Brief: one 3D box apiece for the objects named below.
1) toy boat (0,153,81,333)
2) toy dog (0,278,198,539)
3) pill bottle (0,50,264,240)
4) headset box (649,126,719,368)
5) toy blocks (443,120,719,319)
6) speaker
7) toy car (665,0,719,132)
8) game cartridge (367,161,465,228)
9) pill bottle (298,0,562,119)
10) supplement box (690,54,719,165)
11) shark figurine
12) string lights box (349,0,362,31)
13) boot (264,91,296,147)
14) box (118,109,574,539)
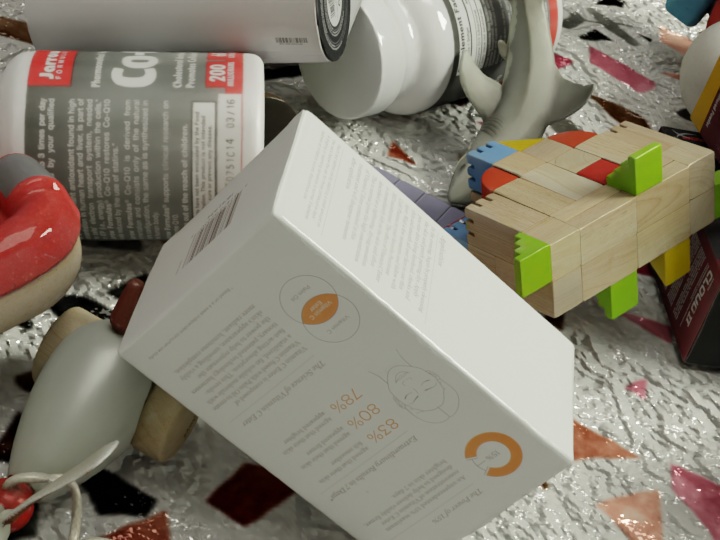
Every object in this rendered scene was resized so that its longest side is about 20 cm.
[{"bbox_3d":[-0.251,-0.022,0.764,0.199,0.132,0.130,-28,31,-19],"label":"toy boat"},{"bbox_3d":[-0.150,0.074,0.745,0.130,0.097,0.201,13,37,-2],"label":"toy dog"},{"bbox_3d":[-0.157,-0.075,0.903,0.197,0.115,0.115,0,39,-4],"label":"pill bottle"},{"bbox_3d":[0.284,-0.005,1.032,0.147,0.078,0.201,9,36,-11],"label":"headset box"},{"bbox_3d":[0.126,-0.045,0.955,0.199,0.101,0.136,-28,35,-31],"label":"toy blocks"},{"bbox_3d":[-0.110,-0.171,0.946,0.197,0.082,0.082,2,34,15],"label":"speaker"},{"bbox_3d":[0.315,-0.165,1.218,0.184,0.177,0.200,39,69,7],"label":"toy car"},{"bbox_3d":[0.000,0.000,0.954,0.128,0.039,0.200,24,37,17],"label":"game cartridge"},{"bbox_3d":[0.053,-0.185,1.138,0.199,0.117,0.116,-22,51,-39],"label":"pill bottle"},{"bbox_3d":[0.362,-0.087,0.993,0.195,0.134,0.201,7,37,-19],"label":"supplement box"},{"bbox_3d":[0.128,-0.153,1.075,0.127,0.218,0.089,1,5,-45],"label":"shark figurine"},{"bbox_3d":[-0.094,-0.221,1.023,0.197,0.059,0.103,13,43,6],"label":"string lights box"},{"bbox_3d":[-0.146,-0.107,1.014,0.198,0.074,0.075,2,24,-30],"label":"boot"},{"bbox_3d":[-0.001,0.040,0.759,0.200,0.124,0.098,40,32,-18],"label":"box"}]
